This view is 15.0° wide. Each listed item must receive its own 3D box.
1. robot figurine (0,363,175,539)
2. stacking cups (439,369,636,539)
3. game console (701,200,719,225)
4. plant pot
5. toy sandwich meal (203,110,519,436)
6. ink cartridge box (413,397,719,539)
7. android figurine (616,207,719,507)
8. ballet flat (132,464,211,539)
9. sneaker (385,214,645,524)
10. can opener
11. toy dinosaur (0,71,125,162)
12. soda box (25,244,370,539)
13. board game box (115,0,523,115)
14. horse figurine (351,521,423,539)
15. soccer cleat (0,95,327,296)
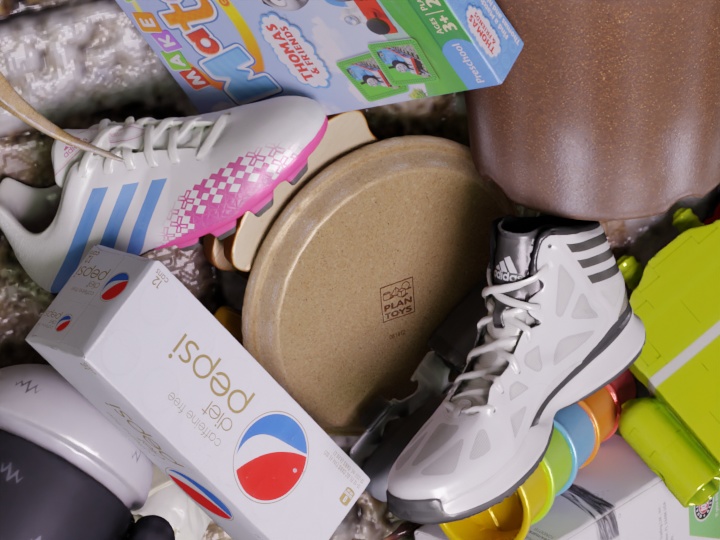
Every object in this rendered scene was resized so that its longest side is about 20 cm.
[{"bbox_3d":[-0.195,0.149,1.504,0.150,0.125,0.201,33,69,-19],"label":"robot figurine"},{"bbox_3d":[0.104,0.100,1.590,0.060,0.200,0.061,8,111,22],"label":"stacking cups"},{"bbox_3d":[0.326,-0.041,1.688,0.172,0.119,0.200,40,97,1],"label":"game console"},{"bbox_3d":[0.130,-0.149,1.476,0.199,0.201,0.199,-13,127,-14],"label":"plant pot"},{"bbox_3d":[0.000,0.000,1.564,0.204,0.070,0.206,-15,121,-26],"label":"toy sandwich meal"},{"bbox_3d":[0.131,0.187,1.646,0.199,0.084,0.147,-26,124,-35],"label":"ink cartridge box"},{"bbox_3d":[0.233,0.052,1.606,0.182,0.200,0.041,-41,165,-6],"label":"android figurine"},{"bbox_3d":[-0.134,0.156,1.586,0.199,0.070,0.070,-35,121,0],"label":"ballet flat"},{"bbox_3d":[0.069,0.039,1.470,0.200,0.075,0.116,-43,126,-34],"label":"sneaker"},{"bbox_3d":[0.071,0.052,1.554,0.200,0.066,0.053,-51,129,-7],"label":"can opener"},{"bbox_3d":[-0.211,-0.120,1.406,0.058,0.101,0.200,-40,121,2],"label":"toy dinosaur"},{"bbox_3d":[-0.085,0.076,1.476,0.200,0.063,0.068,48,70,-33],"label":"soda box"},{"bbox_3d":[-0.036,-0.146,1.419,0.152,0.199,0.037,53,49,-31],"label":"board game box"},{"bbox_3d":[0.055,0.170,1.667,0.132,0.050,0.201,-21,115,-23],"label":"horse figurine"},{"bbox_3d":[-0.113,-0.052,1.462,0.199,0.070,0.086,-29,114,25],"label":"soccer cleat"}]
